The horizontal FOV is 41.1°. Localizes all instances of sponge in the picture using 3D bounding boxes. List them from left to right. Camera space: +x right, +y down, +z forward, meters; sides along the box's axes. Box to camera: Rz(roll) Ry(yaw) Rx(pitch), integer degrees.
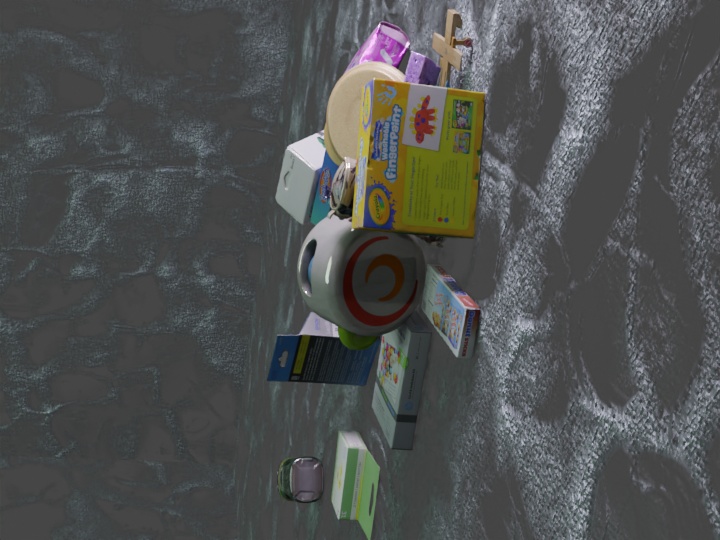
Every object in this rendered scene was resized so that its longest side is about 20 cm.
[{"bbox_3d":[0.074,-0.233,1.511,0.111,0.029,0.203,-13,-59,-74],"label":"sponge"}]

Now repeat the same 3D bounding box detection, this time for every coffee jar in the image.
[{"bbox_3d":[-0.145,0.496,2.282,0.200,0.084,0.106,143,128,-72],"label":"coffee jar"}]

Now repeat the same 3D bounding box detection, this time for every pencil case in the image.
[{"bbox_3d":[0.047,-0.095,1.415,0.091,0.197,0.078,-67,21,15],"label":"pencil case"}]

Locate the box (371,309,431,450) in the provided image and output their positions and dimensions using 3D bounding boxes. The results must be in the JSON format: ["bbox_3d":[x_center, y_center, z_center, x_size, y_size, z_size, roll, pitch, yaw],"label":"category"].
[{"bbox_3d":[0.065,0.166,1.572,0.156,0.040,0.204,-121,39,-68],"label":"box"}]

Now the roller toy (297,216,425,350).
[{"bbox_3d":[0.000,0.000,1.511,0.183,0.200,0.139,55,162,-27],"label":"roller toy"}]

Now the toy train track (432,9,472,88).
[{"bbox_3d":[0.137,-0.286,1.439,0.115,0.032,0.203,-120,30,-56],"label":"toy train track"}]

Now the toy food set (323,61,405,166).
[{"bbox_3d":[0.026,-0.249,1.629,0.048,0.196,0.203,-15,-52,-56],"label":"toy food set"}]

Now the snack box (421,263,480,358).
[{"bbox_3d":[0.126,0.054,1.376,0.200,0.024,0.073,-122,39,-69],"label":"snack box"}]

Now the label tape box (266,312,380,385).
[{"bbox_3d":[-0.073,0.149,1.829,0.145,0.196,0.064,108,162,-44],"label":"label tape box"}]

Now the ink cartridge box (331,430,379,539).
[{"bbox_3d":[-0.013,0.405,1.821,0.200,0.047,0.148,-136,52,-77],"label":"ink cartridge box"}]

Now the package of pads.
[{"bbox_3d":[0.019,-0.379,1.820,0.122,0.075,0.200,-63,10,-11],"label":"package of pads"}]

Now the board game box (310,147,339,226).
[{"bbox_3d":[-0.014,-0.186,1.819,0.045,0.151,0.202,36,133,25],"label":"board game box"}]

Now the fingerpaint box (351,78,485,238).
[{"bbox_3d":[0.079,-0.152,1.338,0.073,0.164,0.204,-177,91,-77],"label":"fingerpaint box"}]

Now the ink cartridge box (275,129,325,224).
[{"bbox_3d":[-0.060,-0.198,1.883,0.084,0.199,0.147,40,139,22],"label":"ink cartridge box"}]
